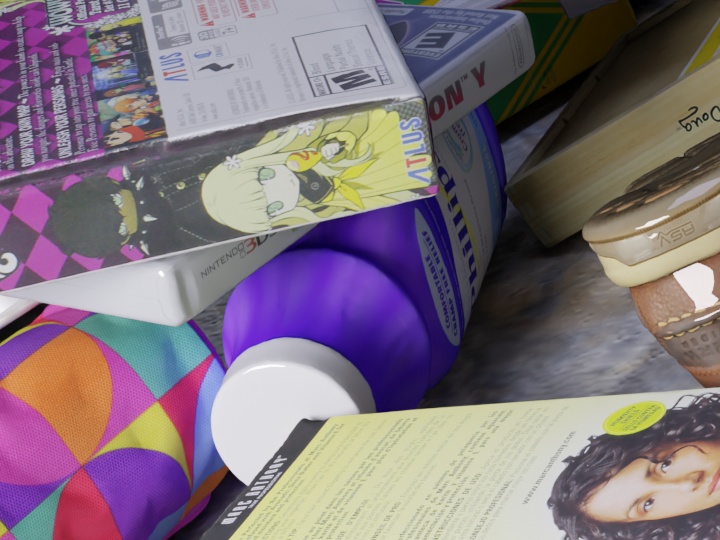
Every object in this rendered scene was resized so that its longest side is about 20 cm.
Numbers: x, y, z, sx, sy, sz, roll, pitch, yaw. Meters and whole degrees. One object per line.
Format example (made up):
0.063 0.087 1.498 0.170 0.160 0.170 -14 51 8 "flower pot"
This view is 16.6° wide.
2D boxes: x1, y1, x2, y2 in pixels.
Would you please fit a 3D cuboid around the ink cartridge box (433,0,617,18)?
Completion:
0.122 -0.128 0.843 0.176 0.045 0.199 -46 16 -31 "ink cartridge box"

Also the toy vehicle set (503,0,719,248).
0.146 -0.088 0.829 0.199 0.027 0.124 -31 12 40 "toy vehicle set"

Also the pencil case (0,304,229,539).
-0.117 0.084 0.719 0.088 0.089 0.200 -3 30 41 "pencil case"

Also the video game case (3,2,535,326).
-0.074 -0.045 0.790 0.199 0.023 0.182 9 33 38 "video game case"

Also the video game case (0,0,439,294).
-0.081 -0.055 0.739 0.180 0.036 0.200 -13 26 -5 "video game case"

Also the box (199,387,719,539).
0.054 0.070 0.619 0.199 0.050 0.075 -8 27 35 "box"

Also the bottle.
0.000 0.000 0.786 0.065 0.084 0.200 -11 24 19 "bottle"

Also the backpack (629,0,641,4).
0.093 -0.231 1.064 0.153 0.201 0.176 -28 22 -14 "backpack"

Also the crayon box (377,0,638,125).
-0.010 -0.087 1.029 0.172 0.059 0.200 -31 22 -21 "crayon box"

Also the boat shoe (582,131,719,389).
0.117 -0.007 0.712 0.072 0.068 0.200 -26 2 22 "boat shoe"

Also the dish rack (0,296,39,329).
-0.134 -0.002 0.887 0.199 0.044 0.171 -30 6 44 "dish rack"
